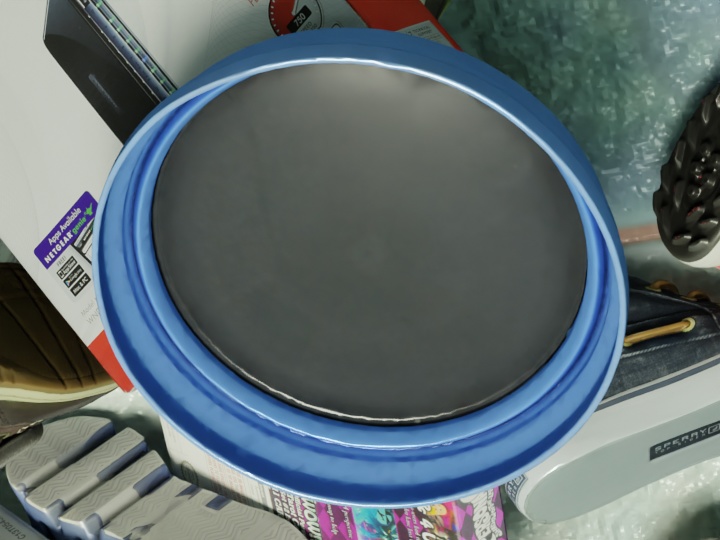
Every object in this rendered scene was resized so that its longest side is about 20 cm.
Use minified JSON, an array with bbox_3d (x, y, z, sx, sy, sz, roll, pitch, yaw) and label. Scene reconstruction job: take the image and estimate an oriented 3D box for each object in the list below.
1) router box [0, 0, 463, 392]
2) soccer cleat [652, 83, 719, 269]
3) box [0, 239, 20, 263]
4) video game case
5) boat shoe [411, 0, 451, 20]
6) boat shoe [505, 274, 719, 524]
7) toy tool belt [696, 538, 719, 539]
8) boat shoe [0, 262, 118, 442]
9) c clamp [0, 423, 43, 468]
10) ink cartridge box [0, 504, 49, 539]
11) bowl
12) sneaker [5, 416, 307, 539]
[{"bbox_3d":[-0.083,-0.081,0.861,0.180,0.049,0.200,49,122,8],"label":"router box"},{"bbox_3d":[0.193,-0.084,0.866,0.073,0.068,0.201,12,118,-30],"label":"soccer cleat"},{"bbox_3d":[-0.244,0.025,0.999,0.199,0.042,0.039,-12,118,14],"label":"box"},{"bbox_3d":[-0.017,0.083,0.951,0.181,0.036,0.201,15,127,39],"label":"video game case"},{"bbox_3d":[0.009,-0.123,0.861,0.072,0.061,0.202,38,121,14],"label":"boat shoe"},{"bbox_3d":[0.142,0.032,0.932,0.199,0.091,0.071,-18,146,-11],"label":"boat shoe"},{"bbox_3d":[0.219,0.158,0.951,0.200,0.123,0.125,-42,138,21],"label":"toy tool belt"},{"bbox_3d":[-0.178,0.044,0.908,0.065,0.199,0.073,-49,62,31],"label":"boat shoe"},{"bbox_3d":[-0.226,0.106,0.939,0.170,0.200,0.027,-14,100,25],"label":"c clamp"},{"bbox_3d":[-0.153,0.206,1.021,0.196,0.043,0.201,24,132,46],"label":"ink cartridge box"},{"bbox_3d":[0.000,0.000,0.802,0.199,0.039,0.202,5,124,7],"label":"bowl"},{"bbox_3d":[-0.081,0.158,0.992,0.199,0.080,0.116,33,142,37],"label":"sneaker"}]
